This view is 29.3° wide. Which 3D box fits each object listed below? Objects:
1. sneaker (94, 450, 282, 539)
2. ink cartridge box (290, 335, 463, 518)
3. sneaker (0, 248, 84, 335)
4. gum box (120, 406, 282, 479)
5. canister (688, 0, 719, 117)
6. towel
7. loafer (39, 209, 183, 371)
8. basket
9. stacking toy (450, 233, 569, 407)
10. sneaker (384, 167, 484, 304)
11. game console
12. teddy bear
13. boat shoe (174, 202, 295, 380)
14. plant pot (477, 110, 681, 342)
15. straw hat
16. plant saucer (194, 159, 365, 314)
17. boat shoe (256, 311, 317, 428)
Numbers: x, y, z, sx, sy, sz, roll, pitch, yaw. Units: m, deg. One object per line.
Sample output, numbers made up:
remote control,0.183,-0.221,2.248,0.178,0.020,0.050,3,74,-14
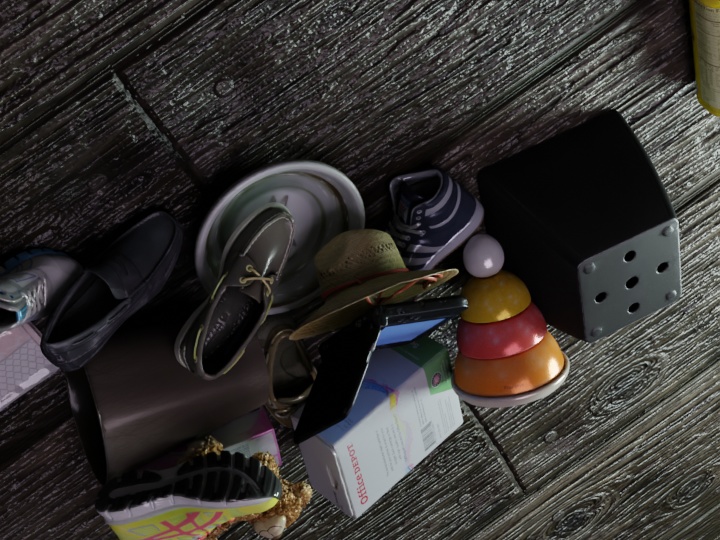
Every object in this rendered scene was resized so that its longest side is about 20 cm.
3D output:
sneaker,-0.176,0.254,1.473,0.199,0.078,0.091,-8,122,11
ink cartridge box,0.022,0.185,1.703,0.200,0.087,0.146,-40,138,-25
sneaker,-0.349,0.034,1.380,0.199,0.086,0.075,-21,119,-44
gum box,-0.196,0.203,1.611,0.199,0.114,0.066,-21,133,-13
canister,0.455,-0.292,1.613,0.148,0.087,0.201,-27,135,-8
towel,-0.441,0.100,1.450,0.200,0.032,0.191,-36,134,-1
loafer,-0.255,0.016,1.425,0.201,0.068,0.070,-52,166,-16
basket,-0.213,0.127,1.533,0.199,0.136,0.181,-16,116,-23
stacking toy,0.165,0.049,1.642,0.145,0.146,0.201,-18,112,-16
sneaker,0.046,-0.033,1.593,0.200,0.070,0.108,-46,138,0
game console,0.020,0.114,1.559,0.175,0.117,0.200,-7,167,-22
teddy bear,-0.143,0.254,1.556,0.145,0.067,0.200,-35,133,2
boat shoe,-0.123,0.024,1.453,0.072,0.060,0.202,31,89,-31
plant pot,0.276,-0.035,1.650,0.199,0.178,0.200,-24,133,-10
straw hat,0.000,0.000,1.508,0.200,0.086,0.201,-21,173,-3
plant saucer,-0.094,-0.044,1.520,0.199,0.050,0.201,-16,130,-19
boat shoe,-0.085,0.128,1.651,0.073,0.063,0.201,-20,132,-14
